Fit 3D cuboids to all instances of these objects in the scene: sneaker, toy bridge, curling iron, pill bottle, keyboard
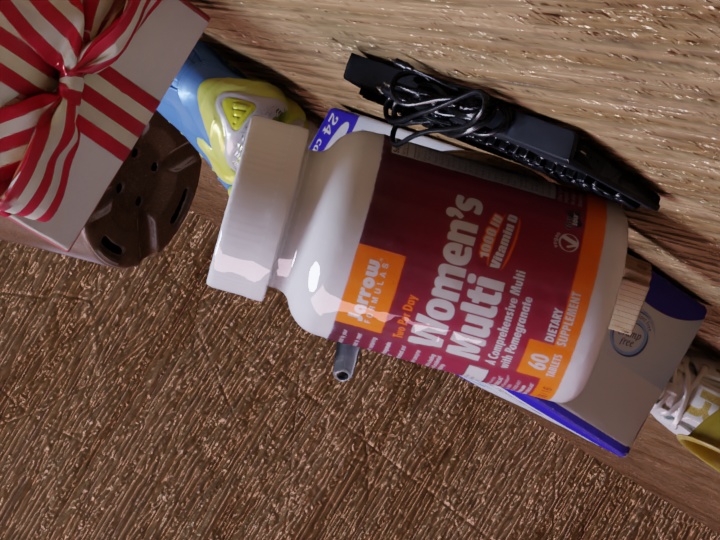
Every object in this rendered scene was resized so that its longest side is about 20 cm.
[{"bbox_3d":[-0.086,-0.102,1.698,0.105,0.076,0.200,42,171,12],"label":"sneaker"},{"bbox_3d":[0.197,0.066,1.684,0.115,0.074,0.200,28,-174,7],"label":"sneaker"},{"bbox_3d":[0.062,-0.028,1.391,0.200,0.067,0.027,19,-156,-1],"label":"toy bridge"},{"bbox_3d":[0.000,0.000,1.677,0.026,0.050,0.200,24,-141,-17],"label":"curling iron"},{"bbox_3d":[0.028,-0.009,1.326,0.200,0.110,0.110,15,177,-3],"label":"pill bottle"},{"bbox_3d":[0.052,-0.063,1.281,0.104,0.040,0.200,32,175,-36],"label":"keyboard"}]

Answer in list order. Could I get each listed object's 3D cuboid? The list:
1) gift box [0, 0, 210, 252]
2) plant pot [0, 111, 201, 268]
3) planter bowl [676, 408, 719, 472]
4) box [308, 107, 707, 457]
[{"bbox_3d":[-0.223,-0.129,1.456,0.187,0.185,0.200,30,-177,37],"label":"gift box"},{"bbox_3d":[-0.250,-0.100,2.114,0.198,0.201,0.200,18,170,33],"label":"plant pot"},{"bbox_3d":[0.278,0.105,1.407,0.200,0.084,0.200,30,176,2],"label":"planter bowl"},{"bbox_3d":[0.069,0.005,1.547,0.184,0.105,0.200,32,175,-31],"label":"box"}]
